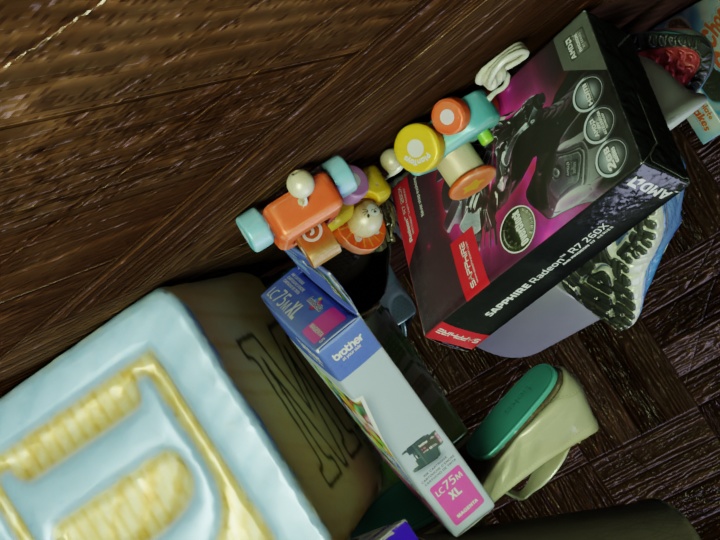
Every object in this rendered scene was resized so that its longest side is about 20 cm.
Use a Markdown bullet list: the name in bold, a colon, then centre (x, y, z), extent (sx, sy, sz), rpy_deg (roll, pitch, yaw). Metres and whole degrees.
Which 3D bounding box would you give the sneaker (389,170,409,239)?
- **sneaker**: centre (0.077, -0.023, 1.024), extent (0.079, 0.130, 0.199), rpy_deg (-30, 176, -9)

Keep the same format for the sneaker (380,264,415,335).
- **sneaker**: centre (-0.013, 0.044, 1.257), extent (0.073, 0.119, 0.200), rpy_deg (-33, 178, -27)

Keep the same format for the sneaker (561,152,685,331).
- **sneaker**: centre (0.225, -0.025, 0.976), extent (0.089, 0.078, 0.201), rpy_deg (-41, 160, -26)

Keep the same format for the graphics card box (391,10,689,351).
- **graphics card box**: centre (0.106, -0.053, 0.768), extent (0.051, 0.126, 0.200), rpy_deg (18, 137, -36)

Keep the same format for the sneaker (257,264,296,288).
- **sneaker**: centre (-0.055, 0.016, 1.009), extent (0.079, 0.078, 0.200), rpy_deg (2, -162, 21)

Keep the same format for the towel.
- **towel**: centre (0.003, 0.128, 0.955), extent (0.149, 0.031, 0.200), rpy_deg (-49, -147, 9)

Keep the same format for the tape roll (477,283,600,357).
- **tape roll**: centre (0.168, -0.033, 1.157), extent (0.202, 0.204, 0.139), rpy_deg (-30, 175, -40)

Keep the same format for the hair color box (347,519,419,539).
- **hair color box**: centre (-0.036, 0.227, 0.759), extent (0.109, 0.065, 0.200), rpy_deg (-32, 175, -33)

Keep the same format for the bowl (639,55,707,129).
- **bowl**: centre (0.154, -0.103, 0.902), extent (0.200, 0.091, 0.201), rpy_deg (-35, 176, -3)

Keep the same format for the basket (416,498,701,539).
- **basket**: centre (0.121, 0.239, 0.794), extent (0.198, 0.182, 0.136), rpy_deg (7, 156, -24)

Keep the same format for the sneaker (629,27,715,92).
- **sneaker**: centre (0.231, -0.168, 1.032), extent (0.095, 0.080, 0.199), rpy_deg (-42, -169, -32)

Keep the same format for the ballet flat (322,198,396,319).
- **ballet flat**: centre (0.000, 0.000, 0.886), extent (0.067, 0.046, 0.200), rpy_deg (-32, 159, -19)

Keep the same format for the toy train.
- **toy train**: centre (0.021, -0.052, 0.707), extent (0.199, 0.056, 0.150), rpy_deg (-32, 177, -13)

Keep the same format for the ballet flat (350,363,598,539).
- **ballet flat**: centre (0.084, 0.150, 0.838), extent (0.200, 0.070, 0.069), rpy_deg (-40, 177, 2)

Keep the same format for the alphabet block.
- **alphabet block**: centre (-0.122, 0.132, 0.809), extent (0.194, 0.197, 0.200), rpy_deg (-32, 177, 11)

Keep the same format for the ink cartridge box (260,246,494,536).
- **ink cartridge box**: centre (0.001, 0.071, 0.768), extent (0.042, 0.201, 0.119), rpy_deg (-37, -155, -9)

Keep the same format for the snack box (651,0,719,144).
- **snack box**: centre (0.366, -0.214, 1.158), extent (0.199, 0.117, 0.037), rpy_deg (-32, 177, -32)
